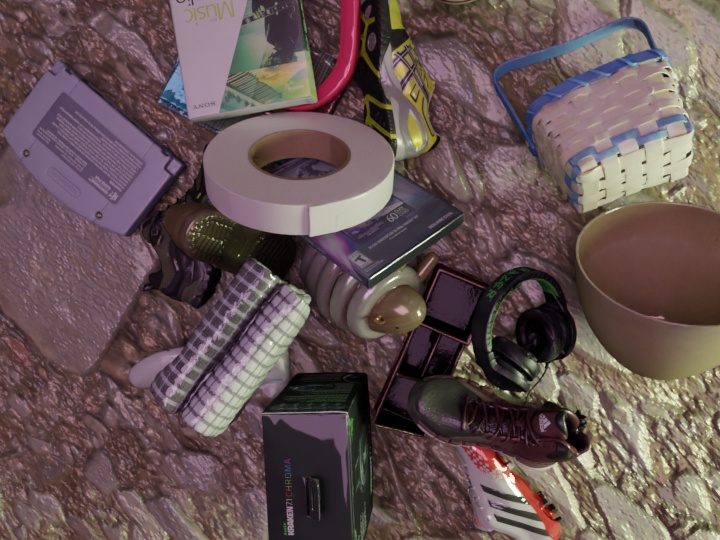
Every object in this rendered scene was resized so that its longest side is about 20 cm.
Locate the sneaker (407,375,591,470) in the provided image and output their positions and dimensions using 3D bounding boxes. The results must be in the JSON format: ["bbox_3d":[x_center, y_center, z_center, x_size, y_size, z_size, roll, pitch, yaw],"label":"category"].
[{"bbox_3d":[0.158,0.153,0.811,0.200,0.116,0.076,21,66,-18],"label":"sneaker"}]

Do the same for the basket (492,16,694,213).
[{"bbox_3d":[0.251,-0.173,0.825,0.176,0.139,0.200,-19,64,9],"label":"basket"}]

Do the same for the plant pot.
[{"bbox_3d":[0.324,0.037,0.815,0.200,0.200,0.135,0,130,6],"label":"plant pot"}]

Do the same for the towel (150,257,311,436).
[{"bbox_3d":[-0.125,0.073,0.788,0.086,0.200,0.166,36,86,1],"label":"towel"}]

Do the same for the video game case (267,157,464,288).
[{"bbox_3d":[-0.010,-0.071,0.826,0.143,0.019,0.200,-34,55,-29],"label":"video game case"}]

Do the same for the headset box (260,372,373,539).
[{"bbox_3d":[-0.043,0.217,0.845,0.093,0.200,0.174,-2,93,7],"label":"headset box"}]

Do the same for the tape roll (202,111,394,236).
[{"bbox_3d":[-0.064,-0.107,0.808,0.202,0.203,0.037,7,127,6],"label":"tape roll"}]

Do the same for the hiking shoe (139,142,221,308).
[{"bbox_3d":[-0.208,-0.059,0.904,0.101,0.076,0.200,13,96,2],"label":"hiking shoe"}]

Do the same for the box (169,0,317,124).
[{"bbox_3d":[-0.133,-0.273,0.841,0.144,0.036,0.200,-9,93,9],"label":"box"}]

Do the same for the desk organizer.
[{"bbox_3d":[0.082,0.095,0.884,0.072,0.077,0.200,23,96,4],"label":"desk organizer"}]

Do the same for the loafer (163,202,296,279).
[{"bbox_3d":[-0.140,-0.035,0.852,0.067,0.200,0.076,35,90,29],"label":"loafer"}]

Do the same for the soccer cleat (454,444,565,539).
[{"bbox_3d":[0.150,0.254,0.895,0.085,0.069,0.200,-42,94,3],"label":"soccer cleat"}]

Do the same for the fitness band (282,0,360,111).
[{"bbox_3d":[-0.071,-0.282,0.868,0.143,0.037,0.200,2,95,9],"label":"fitness band"}]

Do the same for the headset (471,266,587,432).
[{"bbox_3d":[0.196,0.093,0.851,0.123,0.094,0.200,-35,122,-22],"label":"headset"}]

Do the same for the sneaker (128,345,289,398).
[{"bbox_3d":[-0.180,0.127,0.911,0.200,0.070,0.080,-8,79,7],"label":"sneaker"}]

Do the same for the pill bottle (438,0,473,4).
[{"bbox_3d":[0.100,-0.341,0.787,0.112,0.200,0.112,0,95,5],"label":"pill bottle"}]

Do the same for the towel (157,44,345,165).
[{"bbox_3d":[-0.127,-0.220,0.911,0.200,0.022,0.147,28,97,3],"label":"towel"}]

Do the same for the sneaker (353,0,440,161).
[{"bbox_3d":[0.040,-0.223,0.878,0.076,0.075,0.200,-6,89,-27],"label":"sneaker"}]

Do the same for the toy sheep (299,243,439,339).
[{"bbox_3d":[0.000,0.000,0.861,0.138,0.138,0.200,-52,52,7],"label":"toy sheep"}]

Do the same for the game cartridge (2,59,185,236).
[{"bbox_3d":[-0.328,-0.141,0.932,0.200,0.042,0.133,41,102,2],"label":"game cartridge"}]
